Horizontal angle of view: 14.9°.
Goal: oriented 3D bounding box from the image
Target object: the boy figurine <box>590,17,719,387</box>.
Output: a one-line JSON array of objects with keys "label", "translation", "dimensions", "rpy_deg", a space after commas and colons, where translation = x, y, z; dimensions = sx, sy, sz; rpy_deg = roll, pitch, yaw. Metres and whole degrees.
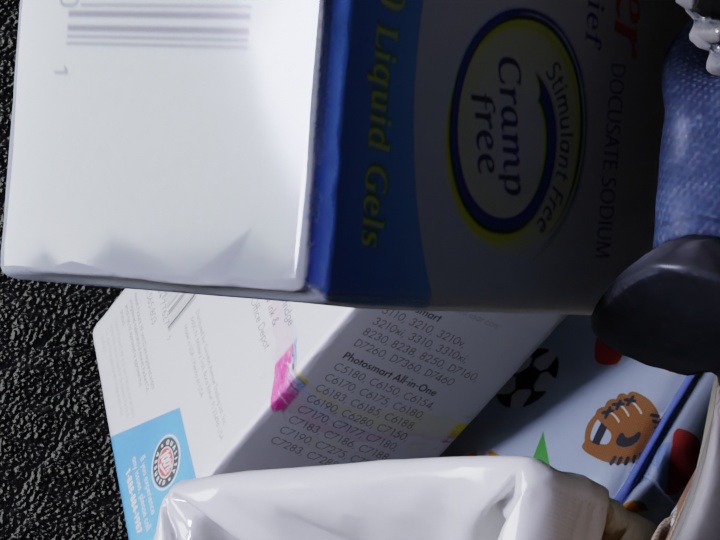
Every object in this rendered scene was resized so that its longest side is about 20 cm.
[{"label": "boy figurine", "translation": [0.107, -0.071, 0.620], "dimensions": [0.064, 0.124, 0.201], "rpy_deg": [139, 149, -65]}]

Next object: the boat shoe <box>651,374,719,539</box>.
[{"label": "boat shoe", "translation": [0.096, 0.089, 0.660], "dimensions": [0.201, 0.075, 0.072], "rpy_deg": [-64, -12, -10]}]

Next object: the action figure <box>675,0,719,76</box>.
[{"label": "action figure", "translation": [0.113, -0.089, 0.527], "dimensions": [0.200, 0.101, 0.120], "rpy_deg": [-63, -24, -66]}]

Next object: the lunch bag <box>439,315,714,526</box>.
[{"label": "lunch bag", "translation": [0.088, 0.015, 0.929], "dimensions": [0.200, 0.160, 0.076], "rpy_deg": [-53, -53, -17]}]

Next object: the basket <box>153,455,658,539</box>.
[{"label": "basket", "translation": [0.024, 0.137, 0.777], "dimensions": [0.200, 0.123, 0.136], "rpy_deg": [-9, 61, 56]}]

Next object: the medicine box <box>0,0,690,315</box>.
[{"label": "medicine box", "translation": [0.023, -0.083, 0.659], "dimensions": [0.199, 0.103, 0.183], "rpy_deg": [2, -88, -50]}]

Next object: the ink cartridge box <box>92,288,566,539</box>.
[{"label": "ink cartridge box", "translation": [0.000, 0.000, 0.881], "dimensions": [0.200, 0.068, 0.115], "rpy_deg": [-50, 35, 27]}]
